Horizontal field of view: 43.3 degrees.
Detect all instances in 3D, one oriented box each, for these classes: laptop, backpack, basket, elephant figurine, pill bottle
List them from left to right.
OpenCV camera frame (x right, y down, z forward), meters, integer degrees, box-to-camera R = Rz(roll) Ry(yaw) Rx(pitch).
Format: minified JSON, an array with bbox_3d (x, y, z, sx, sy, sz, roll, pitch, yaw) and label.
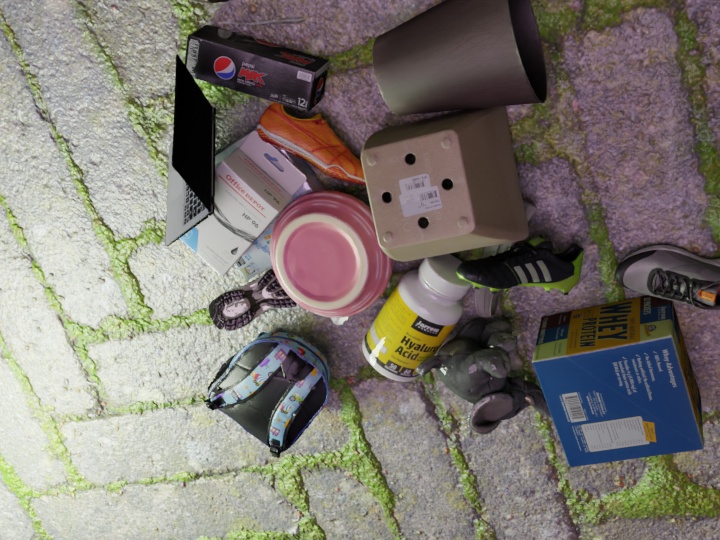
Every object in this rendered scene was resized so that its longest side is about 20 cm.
[{"bbox_3d":[-0.274,-0.169,1.326,0.116,0.188,0.200,19,145,-37],"label":"laptop"},{"bbox_3d":[-0.138,0.184,1.535,0.182,0.135,0.200,37,122,-4],"label":"backpack"},{"bbox_3d":[0.092,0.069,1.418,0.111,0.111,0.200,30,121,0],"label":"pill bottle"},{"bbox_3d":[0.129,-0.285,1.211,0.200,0.136,0.181,-12,99,27],"label":"basket"},{"bbox_3d":[0.206,0.189,1.435,0.155,0.142,0.200,2,127,33],"label":"elephant figurine"}]

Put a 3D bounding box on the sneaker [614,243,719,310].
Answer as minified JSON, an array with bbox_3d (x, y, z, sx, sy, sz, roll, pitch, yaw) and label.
[{"bbox_3d":[0.465,0.015,1.293,0.200,0.079,0.074,8,121,15],"label":"sneaker"}]

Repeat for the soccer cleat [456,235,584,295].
[{"bbox_3d":[0.229,-0.011,1.301,0.199,0.068,0.081,1,113,-23],"label":"soccer cleat"}]

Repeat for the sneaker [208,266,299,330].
[{"bbox_3d":[-0.152,0.035,1.504,0.200,0.089,0.077,-20,94,1],"label":"sneaker"}]

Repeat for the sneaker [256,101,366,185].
[{"bbox_3d":[-0.054,-0.187,1.348,0.200,0.073,0.077,29,86,-17],"label":"sneaker"}]

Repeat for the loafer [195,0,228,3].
[{"bbox_3d":[-0.276,-0.435,1.290,0.200,0.071,0.073,20,121,6],"label":"loafer"}]

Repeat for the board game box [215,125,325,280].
[{"bbox_3d":[-0.160,-0.110,1.441,0.199,0.043,0.200,-27,106,28],"label":"board game box"}]

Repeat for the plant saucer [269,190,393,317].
[{"bbox_3d":[-0.051,-0.019,1.383,0.200,0.051,0.201,6,109,18],"label":"plant saucer"}]

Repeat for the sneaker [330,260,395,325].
[{"bbox_3d":[0.000,0.000,1.440,0.080,0.076,0.200,36,114,5],"label":"sneaker"}]

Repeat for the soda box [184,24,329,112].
[{"bbox_3d":[-0.152,-0.296,1.324,0.199,0.071,0.063,18,122,8],"label":"soda box"}]

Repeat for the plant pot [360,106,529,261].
[{"bbox_3d":[0.102,-0.116,1.247,0.199,0.177,0.201,-10,94,21],"label":"plant pot"}]

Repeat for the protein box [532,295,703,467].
[{"bbox_3d":[0.388,0.165,1.361,0.200,0.135,0.199,-14,112,23],"label":"protein box"}]

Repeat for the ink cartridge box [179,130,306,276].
[{"bbox_3d":[-0.188,-0.102,1.389,0.116,0.068,0.200,41,120,-6],"label":"ink cartridge box"}]

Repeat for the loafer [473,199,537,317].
[{"bbox_3d":[0.215,-0.015,1.360,0.070,0.070,0.200,17,120,18],"label":"loafer"}]
